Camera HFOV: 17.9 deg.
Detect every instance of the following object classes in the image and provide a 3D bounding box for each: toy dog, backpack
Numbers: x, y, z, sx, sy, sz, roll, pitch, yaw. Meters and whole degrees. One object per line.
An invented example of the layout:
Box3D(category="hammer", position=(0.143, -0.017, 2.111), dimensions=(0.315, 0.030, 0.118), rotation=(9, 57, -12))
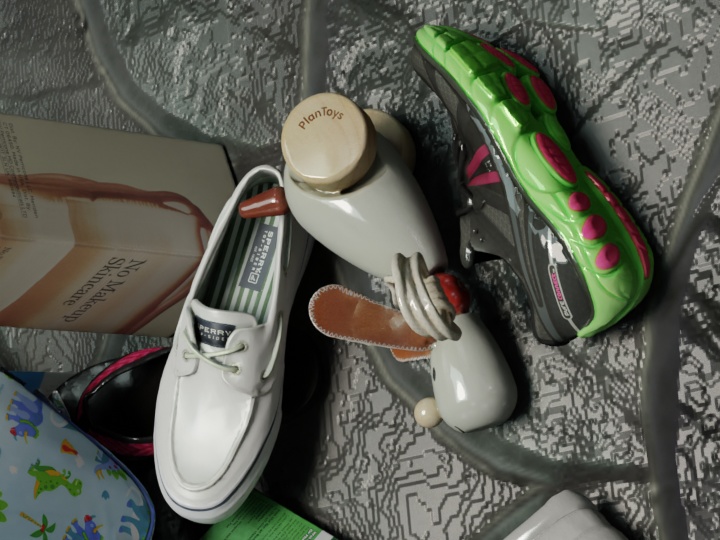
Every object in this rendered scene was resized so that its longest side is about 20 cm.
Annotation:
Box3D(category="toy dog", position=(0.000, 0.000, 1.209), dimensions=(0.096, 0.132, 0.201), rotation=(-30, 53, 15))
Box3D(category="backpack", position=(-0.210, 0.138, 1.261), dimensions=(0.153, 0.200, 0.164), rotation=(-20, 32, 37))

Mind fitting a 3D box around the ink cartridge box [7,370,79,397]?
Box3D(category="ink cartridge box", position=(-0.196, 0.166, 1.384), dimensions=(0.067, 0.115, 0.202), rotation=(-29, 65, 44))

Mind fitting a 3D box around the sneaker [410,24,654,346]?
Box3D(category="sneaker", position=(0.070, -0.047, 1.163), dimensions=(0.084, 0.076, 0.201), rotation=(-46, 54, 28))

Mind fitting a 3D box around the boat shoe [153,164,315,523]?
Box3D(category="boat shoe", position=(-0.077, 0.036, 1.268), dimensions=(0.073, 0.067, 0.202), rotation=(6, 72, 14))

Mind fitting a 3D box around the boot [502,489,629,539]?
Box3D(category="boot", position=(0.077, 0.207, 1.142), dimensions=(0.201, 0.073, 0.096), rotation=(-54, 45, 17))

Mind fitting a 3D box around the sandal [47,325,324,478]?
Box3D(category="sandal", position=(-0.117, 0.075, 1.317), dimensions=(0.199, 0.045, 0.076), rotation=(-20, 71, 21))

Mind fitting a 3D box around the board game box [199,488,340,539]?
Box3D(category="board game box", position=(-0.091, 0.214, 1.254), dimensions=(0.200, 0.024, 0.104), rotation=(-47, 42, -18))

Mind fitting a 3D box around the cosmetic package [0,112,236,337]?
Box3D(category="cosmetic package", position=(-0.172, -0.024, 1.322), dimensions=(0.103, 0.199, 0.088), rotation=(-40, 60, 38))
